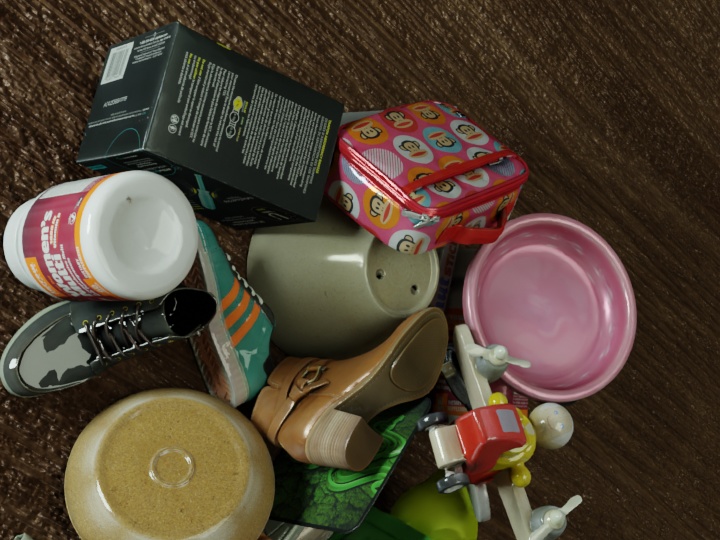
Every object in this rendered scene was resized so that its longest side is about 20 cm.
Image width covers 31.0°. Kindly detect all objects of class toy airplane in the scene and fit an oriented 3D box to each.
[{"bbox_3d":[0.141,0.173,1.266,0.140,0.199,0.201,-20,114,4],"label":"toy airplane"}]

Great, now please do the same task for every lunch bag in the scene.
[{"bbox_3d":[0.073,-0.089,1.324,0.199,0.176,0.082,-23,146,-45],"label":"lunch bag"}]

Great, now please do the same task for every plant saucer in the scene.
[{"bbox_3d":[-0.178,0.192,1.223,0.199,0.036,0.201,5,57,-8],"label":"plant saucer"},{"bbox_3d":[0.195,0.042,1.378,0.199,0.051,0.202,5,75,-19],"label":"plant saucer"}]

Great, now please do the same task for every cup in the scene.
[{"bbox_3d":[0.000,0.000,1.375,0.199,0.143,0.202,2,86,-37],"label":"cup"}]

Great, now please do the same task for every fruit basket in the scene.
[{"bbox_3d":[0.058,0.307,1.371,0.215,0.215,0.157,-25,103,-35],"label":"fruit basket"}]

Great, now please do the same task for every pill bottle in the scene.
[{"bbox_3d":[0.141,0.080,1.492,0.109,0.109,0.202,7,84,-37],"label":"pill bottle"},{"bbox_3d":[-0.238,-0.027,1.156,0.109,0.199,0.111,2,87,-38],"label":"pill bottle"}]

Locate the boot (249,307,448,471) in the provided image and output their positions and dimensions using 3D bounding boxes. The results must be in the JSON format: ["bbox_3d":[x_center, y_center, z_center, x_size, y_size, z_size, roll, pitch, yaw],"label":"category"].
[{"bbox_3d":[-0.015,0.104,1.300,0.200,0.154,0.074,-50,127,-26],"label":"boot"}]

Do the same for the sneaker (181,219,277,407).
[{"bbox_3d":[-0.135,0.036,1.319,0.080,0.071,0.201,-27,112,-36],"label":"sneaker"}]

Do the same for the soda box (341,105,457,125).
[{"bbox_3d":[0.017,-0.144,1.440,0.199,0.068,0.064,-9,95,-37],"label":"soda box"}]

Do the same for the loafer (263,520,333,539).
[{"bbox_3d":[-0.046,0.256,1.384,0.200,0.072,0.063,-41,125,-24],"label":"loafer"}]

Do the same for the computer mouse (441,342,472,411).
[{"bbox_3d":[0.172,0.084,1.411,0.200,0.044,0.110,-38,91,-23],"label":"computer mouse"}]

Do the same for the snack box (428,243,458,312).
[{"bbox_3d":[0.066,0.037,1.468,0.024,0.072,0.201,22,75,-35],"label":"snack box"}]

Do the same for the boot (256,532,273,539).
[{"bbox_3d":[-0.118,0.259,1.264,0.077,0.155,0.201,42,65,-30],"label":"boot"}]

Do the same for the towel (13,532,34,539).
[{"bbox_3d":[-0.299,0.375,1.197,0.200,0.034,0.193,46,63,-26],"label":"towel"}]

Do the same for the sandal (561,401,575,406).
[{"bbox_3d":[0.227,0.084,1.607,0.075,0.045,0.201,-34,108,-34],"label":"sandal"}]

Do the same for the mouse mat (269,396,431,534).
[{"bbox_3d":[-0.026,0.189,1.311,0.008,0.199,0.161,47,62,-26],"label":"mouse mat"}]

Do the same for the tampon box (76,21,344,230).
[{"bbox_3d":[-0.145,-0.133,1.264,0.199,0.149,0.127,22,75,-35],"label":"tampon box"}]

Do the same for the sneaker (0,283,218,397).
[{"bbox_3d":[-0.235,0.057,1.210,0.199,0.106,0.075,-30,106,-29],"label":"sneaker"}]
